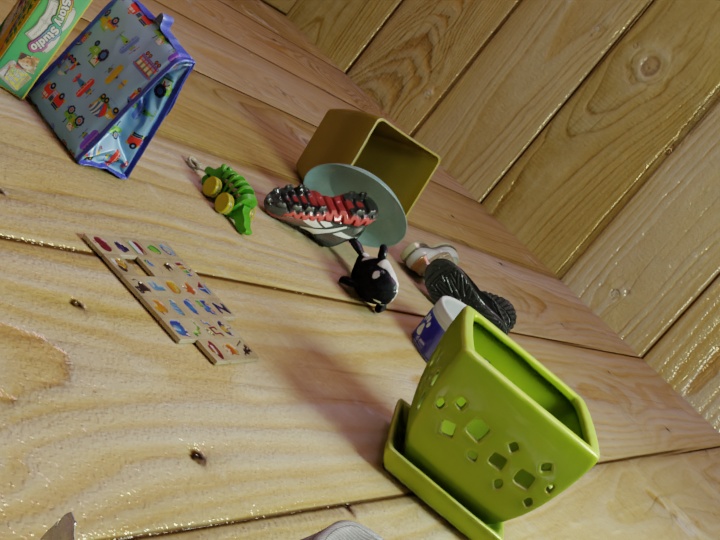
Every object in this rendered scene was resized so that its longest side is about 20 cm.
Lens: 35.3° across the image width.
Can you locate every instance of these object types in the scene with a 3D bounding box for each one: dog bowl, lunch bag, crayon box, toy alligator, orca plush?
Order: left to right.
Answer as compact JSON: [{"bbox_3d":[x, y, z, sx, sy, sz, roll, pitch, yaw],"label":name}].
[{"bbox_3d":[-0.403,-0.340,1.461,0.058,0.200,0.173,33,15,-27],"label":"crayon box"},{"bbox_3d":[-0.305,-0.246,1.428,0.151,0.200,0.094,48,16,29],"label":"lunch bag"},{"bbox_3d":[-0.198,-0.128,1.667,0.059,0.054,0.200,25,20,-49],"label":"toy alligator"},{"bbox_3d":[0.000,0.000,1.778,0.070,0.106,0.200,2,30,-15],"label":"orca plush"},{"bbox_3d":[0.181,0.136,1.818,0.200,0.079,0.200,38,14,-11],"label":"dog bowl"}]

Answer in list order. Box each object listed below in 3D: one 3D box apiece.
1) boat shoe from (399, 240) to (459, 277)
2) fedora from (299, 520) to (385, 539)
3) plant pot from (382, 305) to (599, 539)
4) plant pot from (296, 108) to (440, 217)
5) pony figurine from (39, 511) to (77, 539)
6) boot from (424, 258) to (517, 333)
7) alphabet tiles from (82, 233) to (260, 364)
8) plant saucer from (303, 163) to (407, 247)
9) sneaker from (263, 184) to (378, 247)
[{"bbox_3d":[0.147,-0.011,2.230,0.069,0.075,0.199,52,23,20],"label":"boat shoe"},{"bbox_3d":[-0.013,0.255,0.866,0.199,0.090,0.177,30,17,-38],"label":"fedora"},{"bbox_3d":[0.140,0.186,1.317,0.200,0.182,0.199,40,14,-3],"label":"plant pot"},{"bbox_3d":[-0.005,-0.200,2.174,0.199,0.201,0.176,26,8,-46],"label":"plant pot"},{"bbox_3d":[-0.152,0.232,0.489,0.200,0.166,0.194,49,13,-39],"label":"pony figurine"},{"bbox_3d":[0.209,0.053,2.153,0.212,0.079,0.158,51,20,-2],"label":"boot"},{"bbox_3d":[-0.199,0.032,1.256,0.200,0.008,0.167,45,14,17],"label":"alphabet tiles"},{"bbox_3d":[-0.003,-0.121,1.940,0.200,0.039,0.202,23,-32,15],"label":"plant saucer"},{"bbox_3d":[-0.071,-0.084,1.851,0.199,0.098,0.071,5,44,-29],"label":"sneaker"}]
